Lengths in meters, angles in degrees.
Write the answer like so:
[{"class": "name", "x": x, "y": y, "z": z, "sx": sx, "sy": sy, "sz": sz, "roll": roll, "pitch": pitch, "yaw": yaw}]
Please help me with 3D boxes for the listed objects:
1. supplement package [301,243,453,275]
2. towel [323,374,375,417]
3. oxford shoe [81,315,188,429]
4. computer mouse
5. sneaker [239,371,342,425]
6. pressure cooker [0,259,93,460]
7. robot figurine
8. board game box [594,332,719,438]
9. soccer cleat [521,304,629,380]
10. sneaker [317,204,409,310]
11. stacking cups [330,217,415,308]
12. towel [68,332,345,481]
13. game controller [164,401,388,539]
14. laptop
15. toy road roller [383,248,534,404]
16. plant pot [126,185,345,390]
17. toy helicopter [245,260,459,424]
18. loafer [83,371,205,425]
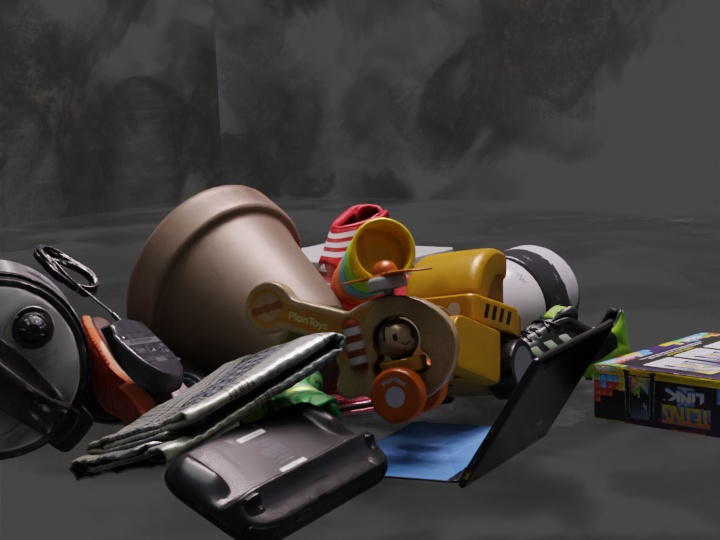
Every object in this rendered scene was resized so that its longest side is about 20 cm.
[{"class": "supplement package", "x": -0.005, "y": 0.032, "z": 1.930, "sx": 0.199, "sy": 0.112, "sz": 0.155, "roll": 4, "pitch": 11, "yaw": 39}, {"class": "towel", "x": -0.059, "y": 0.123, "z": 1.603, "sx": 0.143, "sy": 0.023, "sz": 0.200, "roll": -6, "pitch": 8, "yaw": -18}, {"class": "oxford shoe", "x": -0.209, "y": 0.101, "z": 1.477, "sx": 0.072, "sy": 0.072, "sz": 0.200, "roll": -17, "pitch": 39, "yaw": -25}, {"class": "computer mouse", "x": -0.235, "y": 0.047, "z": 1.424, "sx": 0.200, "sy": 0.034, "sz": 0.058, "roll": 43, "pitch": 22, "yaw": 24}, {"class": "sneaker", "x": -0.056, "y": 0.134, "z": 1.381, "sx": 0.083, "sy": 0.075, "sz": 0.200, "roll": 14, "pitch": 14, "yaw": 5}, {"class": "pressure cooker", "x": -0.338, "y": 0.080, "z": 1.435, "sx": 0.174, "sy": 0.180, "sz": 0.200, "roll": -2, "pitch": 6, "yaw": -16}, {"class": "robot figurine", "x": 0.174, "y": 0.039, "z": 1.777, "sx": 0.149, "sy": 0.126, "sz": 0.200, "roll": -2, "pitch": 7, "yaw": 28}, {"class": "board game box", "x": 0.341, "y": 0.106, "z": 1.461, "sx": 0.165, "sy": 0.057, "sz": 0.199, "roll": 7, "pitch": 12, "yaw": 42}, {"class": "soccer cleat", "x": 0.187, "y": 0.078, "z": 1.621, "sx": 0.198, "sy": 0.082, "sz": 0.067, "roll": -6, "pitch": 8, "yaw": -20}, {"class": "sneaker", "x": 0.035, "y": -0.004, "z": 1.665, "sx": 0.078, "sy": 0.116, "sz": 0.199, "roll": 14, "pitch": -1, "yaw": 38}, {"class": "stacking cups", "x": 0.000, "y": 0.000, "z": 1.485, "sx": 0.060, "sy": 0.061, "sz": 0.200, "roll": -4, "pitch": -10, "yaw": -13}, {"class": "towel", "x": -0.134, "y": 0.110, "z": 1.304, "sx": 0.199, "sy": 0.035, "sz": 0.192, "roll": -32, "pitch": 9, "yaw": -35}, {"class": "game controller", "x": -0.061, "y": 0.153, "z": 1.206, "sx": 0.104, "sy": 0.042, "sz": 0.200, "roll": 22, "pitch": 21, "yaw": 27}, {"class": "laptop", "x": 0.095, "y": 0.107, "z": 1.335, "sx": 0.116, "sy": 0.201, "sz": 0.187, "roll": 36, "pitch": 23, "yaw": 18}, {"class": "toy road roller", "x": 0.078, "y": 0.046, "z": 1.489, "sx": 0.122, "sy": 0.147, "sz": 0.200, "roll": -8, "pitch": -15, "yaw": 32}, {"class": "plant pot", "x": -0.102, "y": 0.041, "z": 1.530, "sx": 0.199, "sy": 0.202, "sz": 0.174, "roll": -10, "pitch": 33, "yaw": -44}, {"class": "toy helicopter", "x": -0.008, "y": 0.044, "z": 1.357, "sx": 0.199, "sy": 0.133, "sz": 0.079, "roll": 16, "pitch": 10, "yaw": 20}, {"class": "loafer", "x": -0.215, "y": 0.124, "z": 1.540, "sx": 0.199, "sy": 0.072, "sz": 0.063, "roll": 8, "pitch": -11, "yaw": 32}]
